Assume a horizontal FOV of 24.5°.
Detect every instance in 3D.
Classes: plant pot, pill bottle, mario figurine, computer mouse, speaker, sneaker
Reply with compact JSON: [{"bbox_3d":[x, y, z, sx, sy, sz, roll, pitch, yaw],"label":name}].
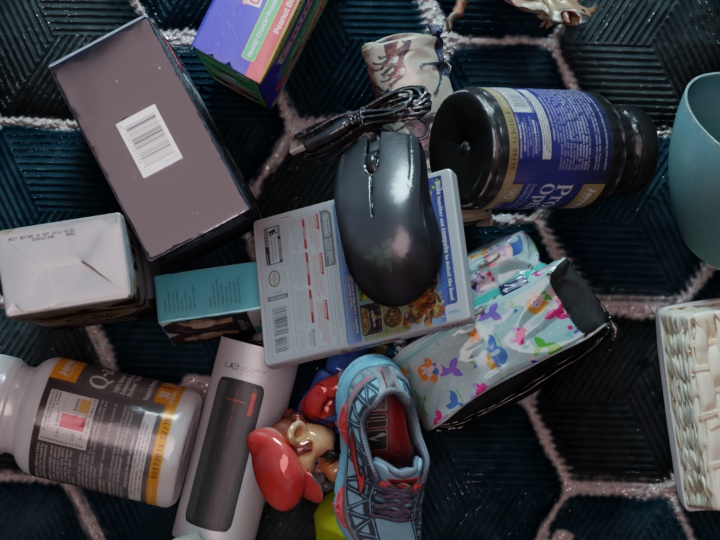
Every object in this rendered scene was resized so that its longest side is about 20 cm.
[{"bbox_3d":[0.366,-0.073,1.535,0.200,0.200,0.135,23,123,2],"label":"plant pot"},{"bbox_3d":[0.173,-0.112,1.531,0.200,0.112,0.112,-2,88,-31],"label":"pill bottle"},{"bbox_3d":[-0.022,0.142,1.541,0.106,0.123,0.200,13,59,36],"label":"mario figurine"},{"bbox_3d":[0.012,-0.065,1.463,0.138,0.053,0.200,-20,67,18],"label":"computer mouse"},{"bbox_3d":[-0.118,0.164,1.578,0.081,0.081,0.200,14,88,2],"label":"speaker"},{"bbox_3d":[-0.258,0.147,1.564,0.200,0.116,0.117,14,88,1],"label":"pill bottle"},{"bbox_3d":[0.019,0.179,1.453,0.079,0.096,0.200,-11,104,-14],"label":"sneaker"}]

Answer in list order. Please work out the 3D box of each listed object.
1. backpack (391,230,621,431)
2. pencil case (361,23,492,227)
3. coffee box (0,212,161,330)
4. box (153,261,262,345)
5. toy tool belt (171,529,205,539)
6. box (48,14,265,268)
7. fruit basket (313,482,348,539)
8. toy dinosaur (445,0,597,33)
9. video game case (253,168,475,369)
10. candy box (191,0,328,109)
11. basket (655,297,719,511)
[{"bbox_3d":[0.119,0.059,1.528,0.200,0.178,0.151,-38,84,7],"label":"backpack"},{"bbox_3d":[0.067,-0.131,1.584,0.089,0.078,0.200,-15,88,-26],"label":"pencil case"},{"bbox_3d":[-0.253,0.005,1.527,0.113,0.200,0.080,-9,84,2],"label":"coffee box"},{"bbox_3d":[-0.090,0.025,1.576,0.200,0.082,0.049,-8,73,1],"label":"box"},{"bbox_3d":[-0.182,0.338,1.518,0.123,0.125,0.200,51,127,9],"label":"toy tool belt"},{"bbox_3d":[-0.183,-0.114,1.538,0.104,0.182,0.200,-28,88,-1],"label":"box"},{"bbox_3d":[-0.004,0.284,1.547,0.215,0.156,0.216,1,105,4],"label":"fruit basket"},{"bbox_3d":[0.147,-0.305,1.591,0.135,0.086,0.200,-4,71,-9],"label":"toy dinosaur"},{"bbox_3d":[0.000,0.000,1.489,0.200,0.018,0.143,-14,69,21],"label":"video game case"},{"bbox_3d":[-0.081,-0.249,1.531,0.077,0.200,0.169,27,89,2],"label":"candy box"},{"bbox_3d":[0.360,0.122,1.545,0.135,0.123,0.200,-8,87,0],"label":"basket"}]
